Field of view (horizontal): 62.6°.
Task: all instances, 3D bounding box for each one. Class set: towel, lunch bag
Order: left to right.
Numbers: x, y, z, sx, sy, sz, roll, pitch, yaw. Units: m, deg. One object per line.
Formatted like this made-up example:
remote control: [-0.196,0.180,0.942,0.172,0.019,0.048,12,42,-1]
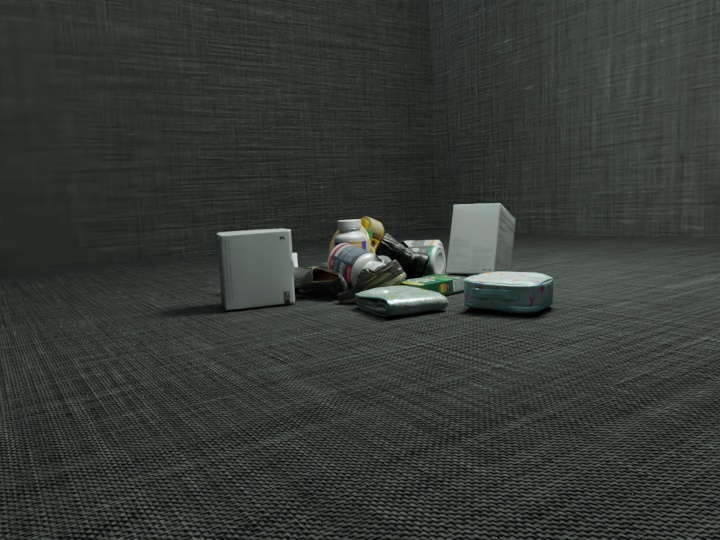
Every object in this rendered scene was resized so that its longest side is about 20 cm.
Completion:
towel: [0.094,0.072,1.461,0.167,0.050,0.199,-7,8,-25]
lunch bag: [0.341,0.052,1.388,0.196,0.080,0.159,2,10,35]

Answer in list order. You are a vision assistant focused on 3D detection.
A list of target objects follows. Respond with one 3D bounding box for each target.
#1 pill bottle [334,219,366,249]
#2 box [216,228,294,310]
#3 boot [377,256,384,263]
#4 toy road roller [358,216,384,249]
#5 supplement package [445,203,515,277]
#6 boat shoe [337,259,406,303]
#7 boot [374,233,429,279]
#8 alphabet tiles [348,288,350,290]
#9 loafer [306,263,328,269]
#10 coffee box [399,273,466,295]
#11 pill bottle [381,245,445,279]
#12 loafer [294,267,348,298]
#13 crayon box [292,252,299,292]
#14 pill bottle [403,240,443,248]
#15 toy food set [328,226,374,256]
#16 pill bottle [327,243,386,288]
pill bottle: [-0.033,-0.067,2.006,0.108,0.207,0.112,-3,7,0]
box: [-0.290,-0.007,1.630,0.194,0.206,0.130,-5,6,-19]
boot: [0.057,0.006,1.804,0.072,0.099,0.198,-7,8,-31]
toy road roller: [-0.003,-0.093,2.213,0.143,0.206,0.122,6,-6,37]
supplement package: [0.356,-0.075,1.740,0.148,0.206,0.150,2,-12,33]
boat shoe: [0.024,0.027,1.594,0.195,0.075,0.075,-22,3,1]
boot: [0.124,-0.036,1.775,0.154,0.081,0.212,23,-14,9]
alphabet tiles: [-0.090,0.041,1.787,0.195,0.007,0.166,14,13,21]
loafer: [-0.113,0.014,1.958,0.062,0.074,0.197,1,0,-42]
coffee box: [0.192,0.044,1.654,0.196,0.045,0.121,-9,9,-39]
pill bottle: [0.173,-0.026,1.951,0.195,0.117,0.112,0,7,31]
loafer: [-0.128,0.017,1.691,0.194,0.073,0.074,10,52,19]
crayon box: [-0.290,0.012,1.842,0.194,0.052,0.128,-3,46,-8]
pill bottle: [0.193,-0.048,2.116,0.195,0.120,0.116,-1,7,26]
toy food set: [-0.034,-0.076,2.125,0.197,0.204,0.048,-22,-22,34]
pill bottle: [0.000,0.000,1.737,0.117,0.123,0.198,-8,19,-36]
